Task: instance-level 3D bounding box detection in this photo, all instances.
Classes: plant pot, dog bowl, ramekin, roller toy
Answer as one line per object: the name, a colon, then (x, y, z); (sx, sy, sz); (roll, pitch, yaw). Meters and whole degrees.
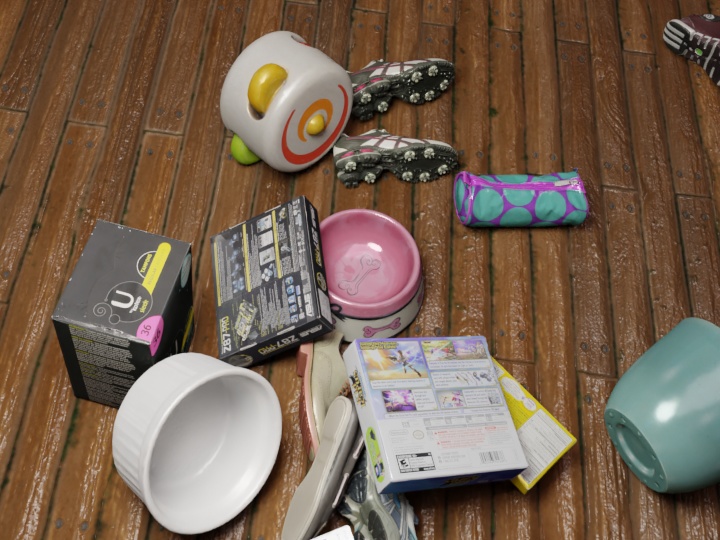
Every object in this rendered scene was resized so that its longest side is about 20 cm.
plant pot: (0.414, 0.190, 1.268); (0.159, 0.201, 0.202); (-31, 64, -10)
dog bowl: (0.000, 0.000, 1.399); (0.196, 0.074, 0.203); (4, 57, -6)
ramekin: (-0.197, 0.197, 1.166); (0.097, 0.203, 0.200); (21, 50, 42)
roller toy: (-0.105, -0.250, 1.473); (0.181, 0.202, 0.139); (-34, 59, -31)

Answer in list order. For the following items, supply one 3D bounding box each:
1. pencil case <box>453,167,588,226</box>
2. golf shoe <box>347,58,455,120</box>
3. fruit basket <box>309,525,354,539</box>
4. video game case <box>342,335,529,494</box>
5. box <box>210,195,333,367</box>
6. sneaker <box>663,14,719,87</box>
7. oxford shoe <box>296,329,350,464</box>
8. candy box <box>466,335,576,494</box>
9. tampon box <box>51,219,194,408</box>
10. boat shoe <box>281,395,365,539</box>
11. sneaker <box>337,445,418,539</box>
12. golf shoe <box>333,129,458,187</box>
pencil case: (0.243, -0.111, 1.497); (0.196, 0.093, 0.086); (-2, 57, -8)
golf shoe: (0.060, -0.319, 1.611); (0.197, 0.078, 0.089); (-18, 52, -20)
fruit basket: (-0.076, 0.404, 1.093); (0.197, 0.094, 0.188); (-22, 60, 1)
video game case: (0.091, 0.172, 1.210); (0.197, 0.046, 0.184); (1, 58, -28)
box: (-0.124, 0.015, 1.340); (0.159, 0.049, 0.203); (-22, 55, 17)
sneaker: (0.651, -0.402, 1.761); (0.115, 0.076, 0.200); (-33, 66, -29)
oxford shoe: (-0.045, 0.157, 1.291); (0.072, 0.071, 0.203); (3, 57, -10)
candy box: (0.177, 0.185, 1.286); (0.102, 0.027, 0.200); (-36, 68, -24)
tampon box: (-0.289, 0.066, 1.237); (0.124, 0.201, 0.152); (14, 56, 2)
boat shoe: (-0.035, 0.256, 1.202); (0.056, 0.067, 0.203); (24, 86, -26)
sneaker: (0.023, 0.294, 1.220); (0.085, 0.078, 0.202); (23, 34, -34)
golf shoe: (0.054, -0.188, 1.532); (0.196, 0.078, 0.089); (-3, 50, -11)
